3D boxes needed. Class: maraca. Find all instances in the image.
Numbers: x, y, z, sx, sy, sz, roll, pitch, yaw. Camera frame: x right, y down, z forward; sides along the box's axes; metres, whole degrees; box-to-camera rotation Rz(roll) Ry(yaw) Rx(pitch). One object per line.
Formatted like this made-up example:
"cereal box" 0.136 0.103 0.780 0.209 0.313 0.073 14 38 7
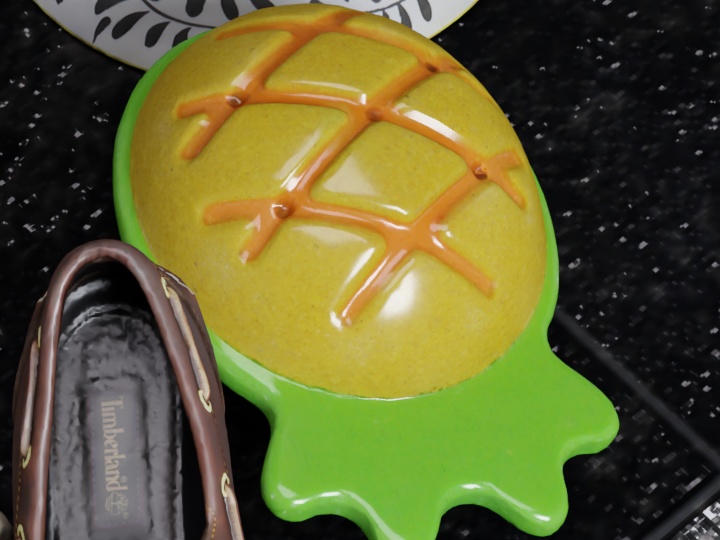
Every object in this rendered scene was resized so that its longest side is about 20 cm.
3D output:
"maraca" 0.000 0.000 0.885 0.137 0.107 0.200 -13 59 -19

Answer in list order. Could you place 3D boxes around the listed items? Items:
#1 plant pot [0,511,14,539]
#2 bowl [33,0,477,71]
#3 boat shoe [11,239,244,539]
"plant pot" -0.207 0.067 0.816 0.183 0.200 0.200 40 66 11
"bowl" -0.037 -0.170 1.002 0.200 0.094 0.201 0 59 1
"boat shoe" -0.064 0.091 0.790 0.070 0.070 0.200 -8 74 -4
